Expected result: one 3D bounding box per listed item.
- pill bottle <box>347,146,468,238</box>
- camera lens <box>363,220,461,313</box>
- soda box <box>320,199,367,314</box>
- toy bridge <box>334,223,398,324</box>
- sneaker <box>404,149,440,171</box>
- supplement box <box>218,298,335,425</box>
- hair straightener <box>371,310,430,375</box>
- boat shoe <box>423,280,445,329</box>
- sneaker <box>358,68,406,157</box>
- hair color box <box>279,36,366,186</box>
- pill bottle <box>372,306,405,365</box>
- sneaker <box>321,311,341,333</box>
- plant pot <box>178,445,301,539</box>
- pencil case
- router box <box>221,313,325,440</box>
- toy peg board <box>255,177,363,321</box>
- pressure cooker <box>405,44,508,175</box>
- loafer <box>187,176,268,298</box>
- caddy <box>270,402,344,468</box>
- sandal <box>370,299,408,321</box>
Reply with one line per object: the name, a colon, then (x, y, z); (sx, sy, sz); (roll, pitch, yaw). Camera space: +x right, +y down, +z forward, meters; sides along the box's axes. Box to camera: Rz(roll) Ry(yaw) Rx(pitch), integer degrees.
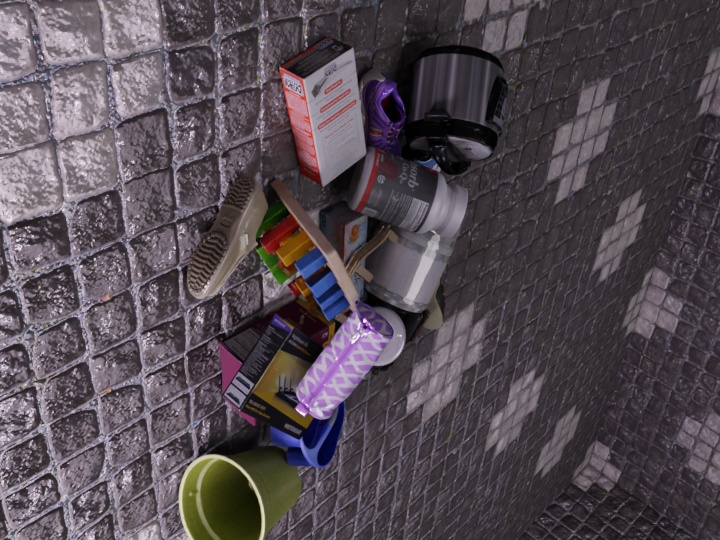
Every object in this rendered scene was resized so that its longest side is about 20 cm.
pill bottle: (0.083, -0.135, 1.353); (0.196, 0.116, 0.118); (18, 105, -12)
camera lens: (0.092, -0.029, 1.503); (0.159, 0.159, 0.204); (10, 107, -55)
soda box: (-0.033, -0.023, 1.424); (0.063, 0.068, 0.204); (-29, 136, -38)
toy bridge: (0.000, 0.000, 1.395); (0.202, 0.027, 0.067); (-58, 147, -3)
sneaker: (0.157, -0.265, 1.485); (0.201, 0.078, 0.089); (-52, 149, -11)
supplement box: (-0.148, 0.161, 1.380); (0.198, 0.102, 0.133); (-29, 137, -37)
hair straightener: (0.078, 0.162, 1.710); (0.201, 0.041, 0.076); (-53, 157, 22)
boat shoe: (0.152, 0.037, 1.729); (0.064, 0.072, 0.205); (-75, 157, -51)
sneaker: (0.044, -0.253, 1.338); (0.081, 0.083, 0.202); (-43, 145, -21)
hair color box: (-0.056, -0.253, 1.223); (0.110, 0.063, 0.203); (-39, 143, -28)
pill bottle: (0.035, 0.131, 1.540); (0.113, 0.110, 0.200); (-57, 178, -2)
sneaker: (-0.045, 0.149, 1.529); (0.074, 0.080, 0.203); (-38, 141, -29)
plant pot: (-0.212, 0.423, 1.444); (0.183, 0.198, 0.204); (-12, 125, -62)
pencil case: (-0.026, 0.148, 1.233); (0.202, 0.083, 0.085); (-55, 176, 17)
router box: (-0.123, 0.185, 1.292); (0.159, 0.052, 0.200); (-57, 145, -7)
toy peg board: (-0.096, -0.008, 1.253); (0.097, 0.200, 0.201); (-35, 143, -6)
pressure cooker: (0.166, -0.275, 1.358); (0.172, 0.178, 0.206); (11, 82, -23)
loafer: (-0.199, -0.043, 1.181); (0.068, 0.075, 0.203); (28, 91, -51)
caddy: (-0.091, 0.284, 1.476); (0.143, 0.103, 0.202); (60, 32, -35)
sandal: (0.083, 0.080, 1.681); (0.077, 0.042, 0.200); (-57, 147, -4)
